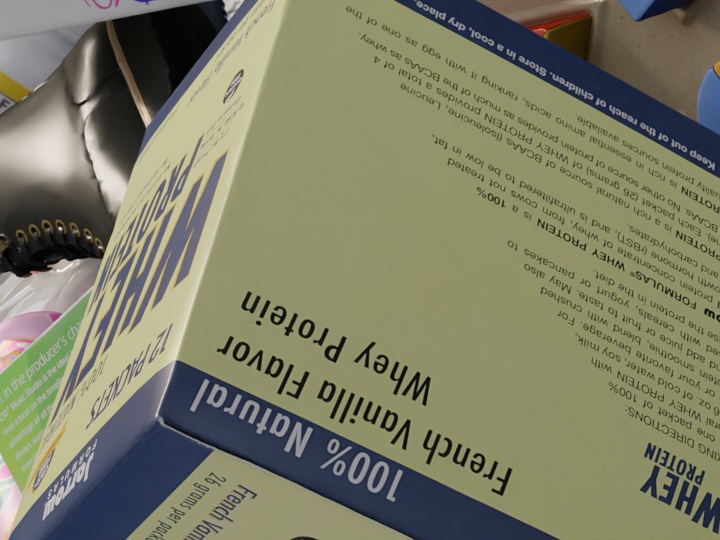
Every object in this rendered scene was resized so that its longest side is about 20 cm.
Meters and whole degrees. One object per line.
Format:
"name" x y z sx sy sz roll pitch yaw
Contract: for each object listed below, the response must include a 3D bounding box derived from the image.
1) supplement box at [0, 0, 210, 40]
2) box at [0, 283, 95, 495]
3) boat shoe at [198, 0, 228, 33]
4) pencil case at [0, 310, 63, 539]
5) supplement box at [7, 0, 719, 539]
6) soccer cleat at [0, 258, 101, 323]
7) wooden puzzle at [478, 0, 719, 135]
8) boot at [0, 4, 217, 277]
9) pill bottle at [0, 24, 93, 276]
"supplement box" -0.083 -0.164 0.928 0.103 0.200 0.101 -118 18 -68
"box" -0.050 0.091 0.846 0.144 0.036 0.200 -40 74 33
"boat shoe" -0.063 -0.043 1.038 0.069 0.084 0.200 -12 83 39
"pencil case" -0.124 0.110 0.968 0.087 0.087 0.200 -42 38 22
"supplement box" 0.019 0.036 0.730 0.134 0.200 0.200 -45 24 48
"soccer cleat" -0.148 0.030 1.088 0.200 0.078 0.069 -44 28 -4
"wooden puzzle" 0.108 -0.069 0.830 0.185 0.046 0.200 55 134 16
"boot" -0.106 -0.009 0.962 0.138 0.077 0.200 -34 46 23
"pill bottle" -0.183 -0.074 1.119 0.200 0.114 0.114 -52 48 12
